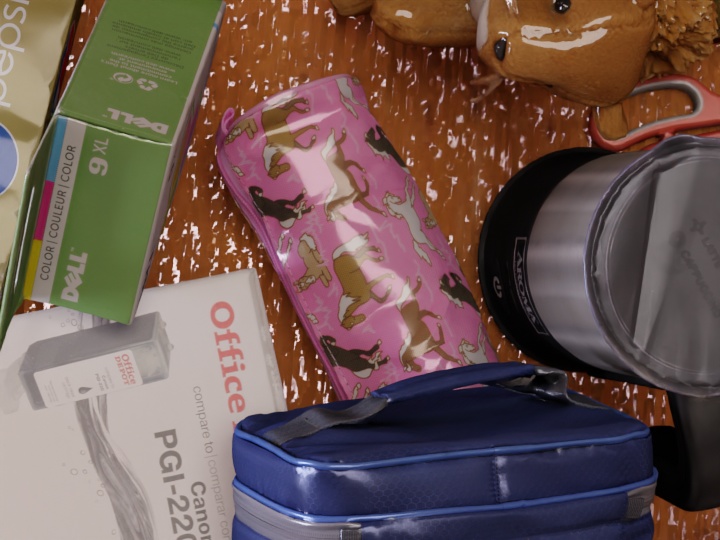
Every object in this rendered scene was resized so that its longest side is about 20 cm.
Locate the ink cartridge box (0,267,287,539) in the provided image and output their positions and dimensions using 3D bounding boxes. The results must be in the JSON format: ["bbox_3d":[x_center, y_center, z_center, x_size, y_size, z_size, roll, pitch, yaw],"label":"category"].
[{"bbox_3d":[-0.132,0.091,1.149,0.198,0.085,0.147,-11,83,-11],"label":"ink cartridge box"}]

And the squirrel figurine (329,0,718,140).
[{"bbox_3d":[0.103,-0.153,1.169,0.199,0.142,0.187,-5,35,-33],"label":"squirrel figurine"}]

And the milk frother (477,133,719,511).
[{"bbox_3d":[0.185,0.001,1.149,0.199,0.188,0.181,-32,98,-10],"label":"milk frother"}]

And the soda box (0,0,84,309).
[{"bbox_3d":[-0.187,-0.077,1.179,0.063,0.068,0.202,15,78,-5],"label":"soda box"}]

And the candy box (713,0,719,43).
[{"bbox_3d":[0.222,-0.231,1.265,0.116,0.056,0.202,-9,83,-9],"label":"candy box"}]

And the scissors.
[{"bbox_3d":[0.220,-0.087,1.260,0.198,0.014,0.074,-19,81,-9],"label":"scissors"}]

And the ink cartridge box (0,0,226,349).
[{"bbox_3d":[-0.116,-0.047,1.110,0.059,0.201,0.104,16,123,-3],"label":"ink cartridge box"}]

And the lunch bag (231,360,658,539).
[{"bbox_3d":[0.044,0.112,1.068,0.198,0.136,0.134,-6,100,-21],"label":"lunch bag"}]

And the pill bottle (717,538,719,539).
[{"bbox_3d":[0.174,0.193,1.156,0.199,0.111,0.112,-20,83,-10],"label":"pill bottle"}]

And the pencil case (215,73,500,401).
[{"bbox_3d":[0.000,0.000,1.184,0.082,0.086,0.201,-29,83,31],"label":"pencil case"}]
